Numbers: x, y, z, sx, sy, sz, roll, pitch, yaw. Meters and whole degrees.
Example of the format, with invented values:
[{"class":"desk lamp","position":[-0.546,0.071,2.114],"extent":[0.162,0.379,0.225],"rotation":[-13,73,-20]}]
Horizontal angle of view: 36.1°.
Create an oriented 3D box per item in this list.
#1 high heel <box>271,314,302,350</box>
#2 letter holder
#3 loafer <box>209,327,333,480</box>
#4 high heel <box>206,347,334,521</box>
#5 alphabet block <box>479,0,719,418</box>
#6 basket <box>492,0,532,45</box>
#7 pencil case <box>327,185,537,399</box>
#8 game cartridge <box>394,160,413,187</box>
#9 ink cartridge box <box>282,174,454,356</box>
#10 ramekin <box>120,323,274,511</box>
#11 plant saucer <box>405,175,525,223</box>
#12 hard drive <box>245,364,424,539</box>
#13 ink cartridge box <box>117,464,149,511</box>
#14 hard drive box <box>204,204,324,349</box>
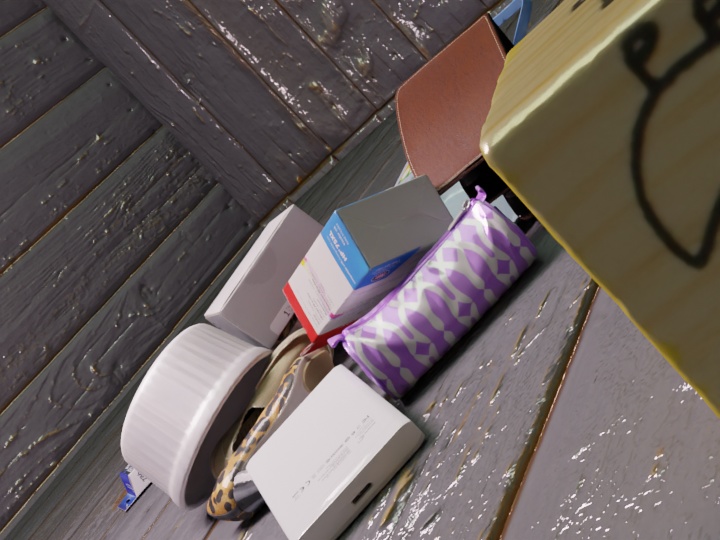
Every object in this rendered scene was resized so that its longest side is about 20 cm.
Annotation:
[{"class":"high heel","position":[-0.075,0.070,1.423],"extent":[0.202,0.071,0.142],"rotation":[-58,19,-18]},{"class":"letter holder","position":[0.124,-0.140,1.132],"extent":[0.141,0.100,0.201],"rotation":[-36,37,19]},{"class":"loafer","position":[-0.086,0.150,1.201],"extent":[0.202,0.075,0.068],"rotation":[-58,14,-17]},{"class":"high heel","position":[-0.093,0.163,1.134],"extent":[0.142,0.071,0.201],"rotation":[-34,22,26]},{"class":"alphabet block","position":[0.195,-0.080,0.516],"extent":[0.200,0.195,0.197],"rotation":[-42,7,24]},{"class":"basket","position":[0.176,-0.272,1.575],"extent":[0.176,0.137,0.203],"rotation":[153,130,-63]},{"class":"pencil case","position":[0.069,0.022,0.990],"extent":[0.200,0.085,0.084],"rotation":[-47,20,-3]},{"class":"game cartridge","position":[0.101,-0.151,1.378],"extent":[0.133,0.040,0.201],"rotation":[-34,23,50]},{"class":"ink cartridge box","position":[0.000,0.000,1.085],"extent":[0.115,0.068,0.200],"rotation":[-24,-16,-33]},{"class":"ramekin","position":[-0.184,0.160,1.254],"extent":[0.202,0.097,0.201],"rotation":[-58,-13,-21]},{"class":"plant saucer","position":[0.105,-0.055,1.185],"extent":[0.199,0.039,0.203],"rotation":[-27,35,20]},{"class":"hard drive","position":[-0.028,0.156,0.938],"extent":[0.132,0.027,0.200],"rotation":[-47,18,-6]},{"class":"ink cartridge box","position":[-0.326,0.294,1.767],"extent":[0.201,0.039,0.099],"rotation":[-50,10,-20]},{"class":"hard drive box","position":[-0.113,0.013,1.367],"extent":[0.157,0.076,0.200],"rotation":[-56,8,-10]}]
